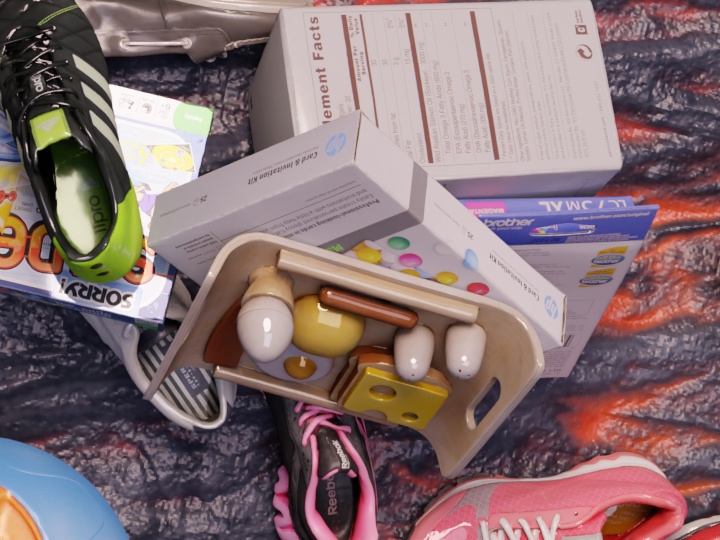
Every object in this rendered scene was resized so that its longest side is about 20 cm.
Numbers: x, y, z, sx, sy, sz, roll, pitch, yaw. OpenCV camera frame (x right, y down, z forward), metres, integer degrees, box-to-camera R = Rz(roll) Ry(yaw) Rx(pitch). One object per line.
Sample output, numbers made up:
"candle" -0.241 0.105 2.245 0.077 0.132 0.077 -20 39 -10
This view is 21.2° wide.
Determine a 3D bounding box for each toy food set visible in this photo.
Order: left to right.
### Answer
"toy food set" -0.012 0.060 1.111 0.199 0.144 0.061 17 52 -12

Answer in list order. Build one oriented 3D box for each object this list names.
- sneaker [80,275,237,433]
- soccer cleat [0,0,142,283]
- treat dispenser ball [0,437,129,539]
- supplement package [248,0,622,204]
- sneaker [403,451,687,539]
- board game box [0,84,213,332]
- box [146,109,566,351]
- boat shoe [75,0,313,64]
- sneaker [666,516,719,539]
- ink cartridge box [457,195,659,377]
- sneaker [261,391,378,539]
"sneaker" -0.138 0.015 1.188 0.073 0.071 0.200 -41 105 -7
"soccer cleat" -0.171 -0.090 1.090 0.067 0.081 0.201 -21 83 0
"treat dispenser ball" -0.227 0.197 1.121 0.200 0.201 0.202 -2 98 -15
"supplement package" 0.041 -0.088 1.182 0.199 0.117 0.118 -4 72 -14
"sneaker" 0.123 0.169 1.270 0.199 0.087 0.074 -15 100 -13
"board game box" -0.199 -0.052 1.144 0.199 0.034 0.136 13 79 -4
"box" 0.000 0.000 1.116 0.200 0.155 0.041 39 46 -38
"boat shoe" -0.130 -0.150 1.177 0.199 0.067 0.057 3 112 -11
"sneaker" 0.201 0.246 1.294 0.200 0.085 0.077 -37 105 -8
"ink cartridge box" 0.099 0.006 1.198 0.119 0.200 0.042 -2 60 -15
"sneaker" -0.024 0.096 1.218 0.079 0.095 0.201 -14 99 -11
